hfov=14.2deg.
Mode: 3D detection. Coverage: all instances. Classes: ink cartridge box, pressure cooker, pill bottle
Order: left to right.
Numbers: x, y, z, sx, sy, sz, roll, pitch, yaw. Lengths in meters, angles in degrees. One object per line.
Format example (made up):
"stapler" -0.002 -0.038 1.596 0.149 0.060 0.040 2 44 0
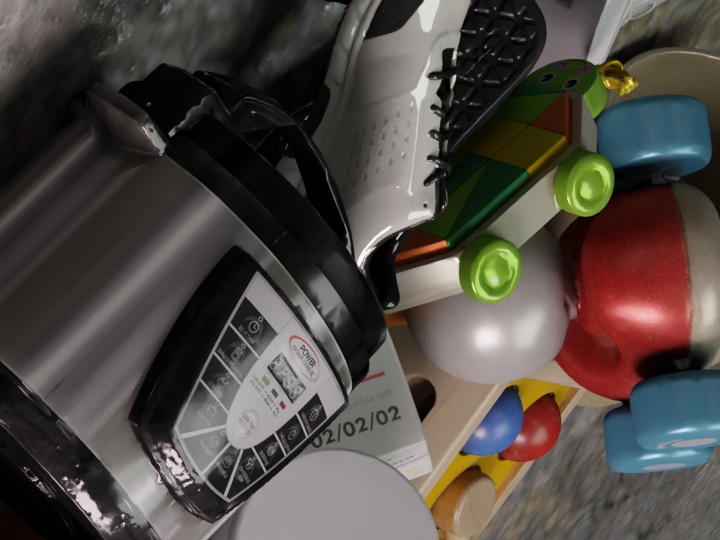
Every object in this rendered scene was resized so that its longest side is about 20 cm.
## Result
"pressure cooker" -0.088 0.015 1.249 0.200 0.179 0.176 -45 179 -17
"pill bottle" -0.029 0.153 1.381 0.116 0.116 0.200 -44 175 -19
"ink cartridge box" -0.027 0.085 1.523 0.115 0.068 0.200 -20 170 0

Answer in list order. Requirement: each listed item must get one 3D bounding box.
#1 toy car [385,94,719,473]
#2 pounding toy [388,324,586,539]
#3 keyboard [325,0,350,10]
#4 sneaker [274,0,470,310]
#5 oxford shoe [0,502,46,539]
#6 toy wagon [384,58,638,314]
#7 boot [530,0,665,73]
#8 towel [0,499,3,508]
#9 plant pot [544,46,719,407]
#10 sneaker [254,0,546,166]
"toy car" 0.093 0.016 1.583 0.200 0.185 0.177 -4 169 -5
"pounding toy" 0.047 0.118 1.745 0.200 0.142 0.184 -55 159 8
"keyboard" 0.004 -0.168 1.342 0.104 0.040 0.200 -69 162 2
"sneaker" 0.019 -0.069 1.337 0.074 0.080 0.200 -18 136 -61
"oxford shoe" -0.129 0.112 1.407 0.200 0.071 0.074 -43 164 11
"toy wagon" 0.058 -0.054 1.467 0.200 0.155 0.040 -42 125 -22
"boot" 0.130 -0.140 1.579 0.096 0.074 0.200 1 124 -57
"towel" -0.132 0.051 1.410 0.193 0.035 0.200 -46 160 -15
"plant pot" 0.182 -0.004 1.809 0.187 0.187 0.200 -30 165 -44
"sneaker" 0.013 -0.071 1.447 0.200 0.072 0.083 -37 -174 -16
